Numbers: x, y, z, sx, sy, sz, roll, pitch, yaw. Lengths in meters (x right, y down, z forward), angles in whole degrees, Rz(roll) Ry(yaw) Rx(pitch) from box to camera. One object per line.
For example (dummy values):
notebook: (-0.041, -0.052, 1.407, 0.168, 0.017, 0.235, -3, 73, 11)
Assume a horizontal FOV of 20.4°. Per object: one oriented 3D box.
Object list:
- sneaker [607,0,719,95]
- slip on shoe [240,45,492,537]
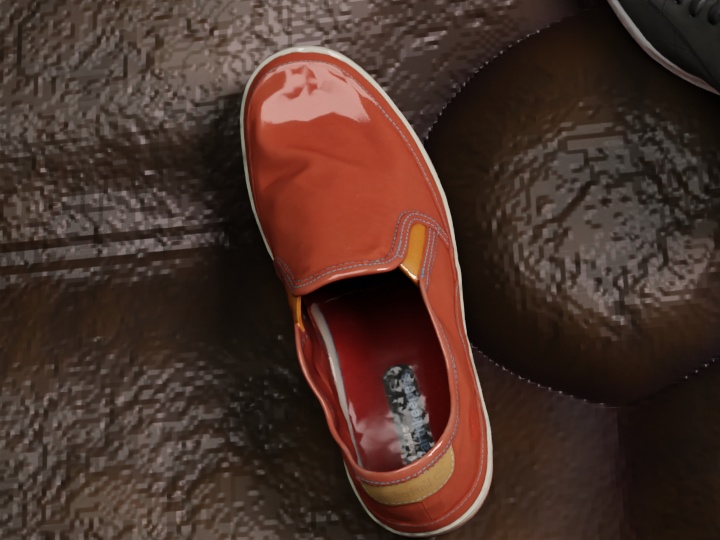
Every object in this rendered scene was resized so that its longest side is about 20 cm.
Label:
sneaker: (0.150, -0.093, 0.721, 0.071, 0.099, 0.200, -40, 67, -1)
slip on shoe: (0.000, 0.000, 0.744, 0.074, 0.061, 0.200, -19, 68, 8)
